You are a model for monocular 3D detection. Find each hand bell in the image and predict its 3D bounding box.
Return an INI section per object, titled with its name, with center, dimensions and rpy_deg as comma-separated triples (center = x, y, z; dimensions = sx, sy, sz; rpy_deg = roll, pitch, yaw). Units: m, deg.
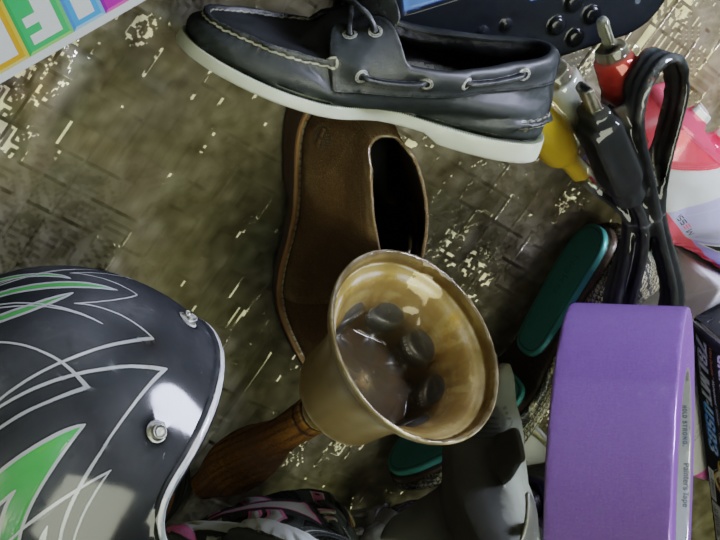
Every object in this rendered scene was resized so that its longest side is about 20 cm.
[hand bell]
center = -0.030, 0.080, 1.074
dimensions = 0.104, 0.105, 0.200
rpy_deg = 10, 148, -36

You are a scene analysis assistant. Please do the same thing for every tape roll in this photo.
[tape roll]
center = 0.139, 0.118, 1.086
dimensions = 0.065, 0.201, 0.201
rpy_deg = 1, 128, 13

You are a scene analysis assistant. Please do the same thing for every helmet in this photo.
[helmet]
center = -0.153, 0.095, 0.970
dimensions = 0.199, 0.200, 0.192
rpy_deg = -22, 121, -19

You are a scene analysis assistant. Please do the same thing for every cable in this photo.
[cable]
center = 0.146, -0.049, 1.122
dimensions = 0.097, 0.050, 0.201
rpy_deg = -35, 130, -12

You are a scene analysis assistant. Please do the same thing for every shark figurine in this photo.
[shark figurine]
center = 0.052, 0.133, 1.067
dimensions = 0.089, 0.215, 0.129
rpy_deg = -10, 117, 6

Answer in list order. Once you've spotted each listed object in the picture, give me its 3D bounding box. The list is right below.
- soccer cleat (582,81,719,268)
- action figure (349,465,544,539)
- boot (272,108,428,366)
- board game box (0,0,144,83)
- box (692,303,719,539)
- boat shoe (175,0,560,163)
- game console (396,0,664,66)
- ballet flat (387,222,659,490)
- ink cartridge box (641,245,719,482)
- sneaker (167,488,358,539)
[soccer cleat]
center = 0.203, -0.034, 1.199
dimensions = 0.076, 0.067, 0.200
rpy_deg = -38, 132, 11
[action figure]
center = 0.075, 0.157, 1.208
dimensions = 0.199, 0.130, 0.070
rpy_deg = -3, 97, -37
[boot]
center = 0.000, 0.000, 1.080
dimensions = 0.073, 0.075, 0.201
rpy_deg = -21, 130, -22
[board game box]
center = -0.152, -0.161, 0.902
dimensions = 0.199, 0.034, 0.135
rpy_deg = -32, 132, -11
[box]
center = 0.299, 0.071, 1.246
dimensions = 0.199, 0.050, 0.199
rpy_deg = -27, 131, -17
[boat shoe]
center = 0.011, -0.108, 0.999
dimensions = 0.198, 0.075, 0.066
rpy_deg = 15, 115, -19
[game console]
center = 0.079, -0.191, 1.034
dimensions = 0.176, 0.031, 0.201
rpy_deg = -22, 128, -19
[ballet flat]
center = 0.105, 0.065, 1.190
dimensions = 0.075, 0.068, 0.200
rpy_deg = 39, 93, -27
[ink cartridge box]
center = 0.235, 0.070, 1.281
dimensions = 0.199, 0.067, 0.117
rpy_deg = 23, 104, -40
[sneaker]
center = -0.032, 0.149, 1.096
dimensions = 0.086, 0.200, 0.081
rpy_deg = -28, 109, -30
